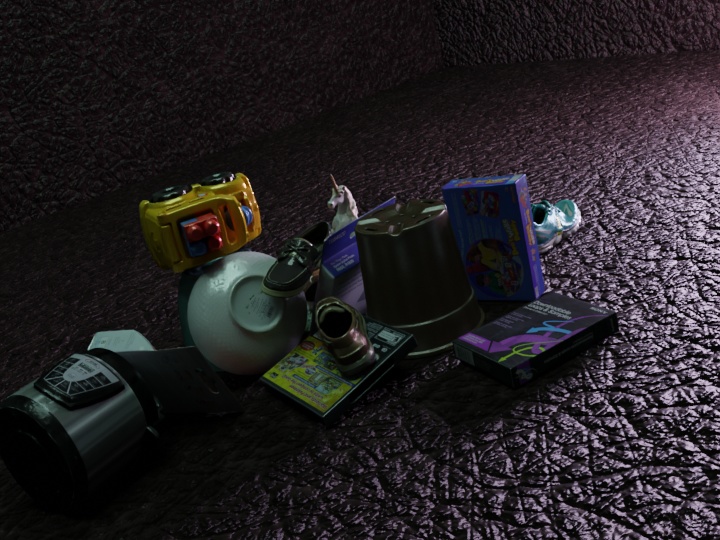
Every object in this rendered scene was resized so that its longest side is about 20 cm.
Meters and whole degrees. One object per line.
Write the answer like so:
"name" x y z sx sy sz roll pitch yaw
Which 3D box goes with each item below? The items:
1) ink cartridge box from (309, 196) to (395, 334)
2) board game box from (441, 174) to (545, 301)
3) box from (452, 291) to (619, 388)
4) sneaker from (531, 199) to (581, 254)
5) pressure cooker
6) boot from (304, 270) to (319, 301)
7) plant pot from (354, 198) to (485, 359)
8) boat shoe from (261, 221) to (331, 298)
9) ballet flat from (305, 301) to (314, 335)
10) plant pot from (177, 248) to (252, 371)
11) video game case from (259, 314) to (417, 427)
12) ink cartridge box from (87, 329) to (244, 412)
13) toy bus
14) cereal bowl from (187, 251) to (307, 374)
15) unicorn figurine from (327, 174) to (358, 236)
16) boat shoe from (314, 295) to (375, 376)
"ink cartridge box" 0.000 0.000 1.465 0.040 0.202 0.199 31 42 26
"board game box" 0.218 -0.051 1.426 0.133 0.203 0.045 0 23 34
"box" 0.252 0.094 1.256 0.198 0.037 0.142 -22 21 -24
"sneaker" 0.354 -0.094 1.629 0.077 0.081 0.199 2 25 39
"pressure cooker" -0.380 0.206 1.203 0.177 0.178 0.200 -21 10 41
"boot" -0.042 0.007 1.555 0.198 0.074 0.076 1 40 -48
"plant pot" 0.082 0.005 1.379 0.197 0.201 0.201 -14 19 5
"boat shoe" -0.100 -0.022 1.377 0.072 0.066 0.200 15 29 12
"ballet flat" -0.087 0.048 1.580 0.073 0.075 0.200 -13 20 4
"plant pot" -0.229 0.057 1.519 0.197 0.163 0.201 -13 20 5
"video game case" -0.036 0.138 1.298 0.180 0.026 0.199 -40 28 -21
"ink cartridge box" -0.286 0.151 1.301 0.197 0.161 0.048 -6 46 24
"toy bus" -0.245 -0.076 1.427 0.198 0.138 0.192 -20 16 -20
"cereal bowl" -0.174 0.061 1.391 0.198 0.202 0.083 -24 -7 -26
"unicorn figurine" -0.019 -0.069 1.641 0.138 0.199 0.074 -58 17 -1
"boat shoe" -0.031 0.078 1.287 0.075 0.072 0.200 -31 26 -5
